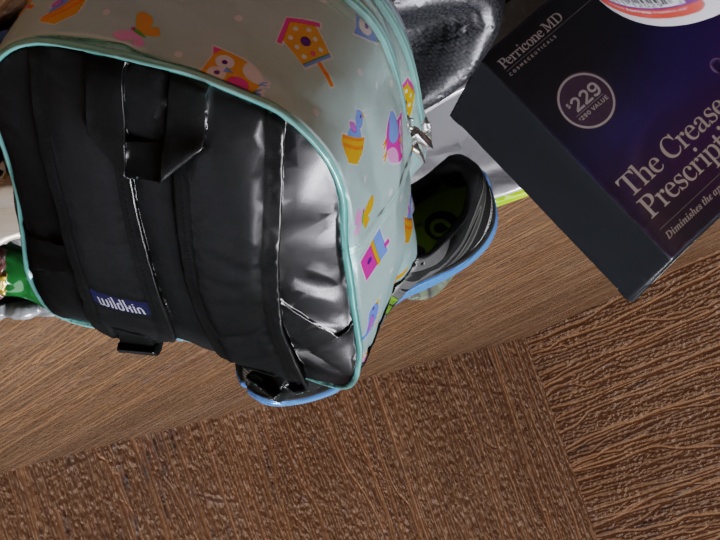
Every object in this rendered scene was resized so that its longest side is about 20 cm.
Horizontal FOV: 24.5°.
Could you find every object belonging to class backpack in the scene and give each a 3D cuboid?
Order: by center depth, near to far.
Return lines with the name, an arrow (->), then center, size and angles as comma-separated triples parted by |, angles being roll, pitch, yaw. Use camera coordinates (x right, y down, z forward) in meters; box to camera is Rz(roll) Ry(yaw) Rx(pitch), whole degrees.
backpack -> -0.060, -0.059, 0.696 | 0.176, 0.153, 0.200 | 17, 154, 15

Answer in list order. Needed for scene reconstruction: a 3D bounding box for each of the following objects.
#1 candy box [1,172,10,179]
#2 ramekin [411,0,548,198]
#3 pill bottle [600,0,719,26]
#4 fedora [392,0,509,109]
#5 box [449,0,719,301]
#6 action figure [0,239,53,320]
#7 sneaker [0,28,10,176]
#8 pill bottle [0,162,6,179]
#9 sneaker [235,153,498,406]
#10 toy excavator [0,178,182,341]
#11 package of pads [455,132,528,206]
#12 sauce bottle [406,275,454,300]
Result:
candy box -> -0.113, -0.025, 0.950 | 0.200, 0.026, 0.102 | 11, 135, -34
ramekin -> 0.078, -0.127, 1.010 | 0.200, 0.105, 0.200 | -18, 162, -6
pill bottle -> 0.109, -0.193, 0.704 | 0.111, 0.112, 0.200 | -22, 154, 21
fedora -> 0.000, -0.130, 0.797 | 0.200, 0.092, 0.201 | -3, 148, -2
box -> 0.169, -0.106, 0.869 | 0.200, 0.141, 0.079 | -42, 171, -18
action figure -> -0.220, -0.002, 0.881 | 0.200, 0.055, 0.118 | 0, 131, -13
sneaker -> -0.216, -0.076, 0.911 | 0.200, 0.082, 0.074 | -21, 168, 9
pill bottle -> -0.117, -0.052, 1.027 | 0.200, 0.113, 0.113 | 18, 148, -38
sneaker -> 0.001, 0.000, 0.973 | 0.200, 0.071, 0.083 | -41, 152, -18
toy excavator -> -0.124, -0.021, 0.842 | 0.195, 0.200, 0.100 | -59, -162, 0
package of pads -> 0.117, -0.117, 1.182 | 0.200, 0.068, 0.155 | -18, -150, -6
sauce bottle -> -0.013, -0.046, 1.141 | 0.065, 0.065, 0.200 | -12, -147, -37
